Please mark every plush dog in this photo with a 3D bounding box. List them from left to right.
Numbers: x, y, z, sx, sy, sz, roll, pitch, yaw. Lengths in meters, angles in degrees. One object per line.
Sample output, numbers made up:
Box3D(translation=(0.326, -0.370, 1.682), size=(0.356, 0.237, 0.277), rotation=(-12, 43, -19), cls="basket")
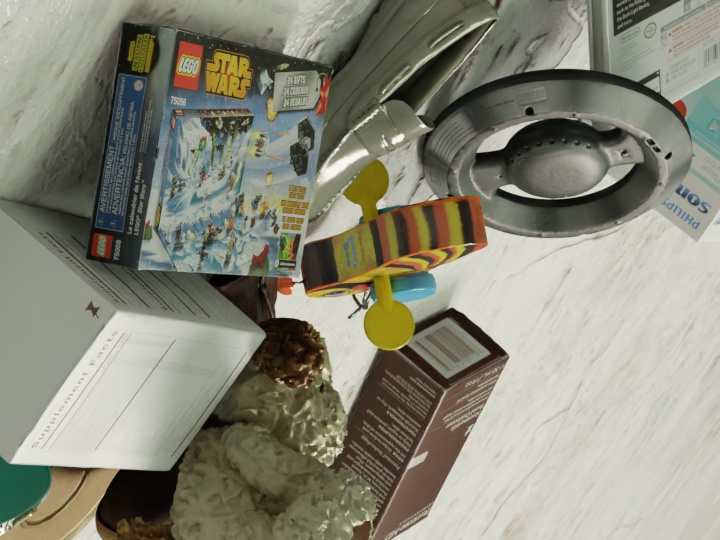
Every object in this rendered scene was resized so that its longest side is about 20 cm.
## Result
Box3D(translation=(-0.063, 0.116, 1.535), size=(0.200, 0.160, 0.172), rotation=(99, 2, -73), cls="plush dog")

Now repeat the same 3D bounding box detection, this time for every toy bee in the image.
Box3D(translation=(0.000, 0.000, 1.675), size=(0.109, 0.131, 0.200), rotation=(-5, 147, -29), cls="toy bee")

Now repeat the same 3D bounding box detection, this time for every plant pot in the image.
Box3D(translation=(-0.211, 0.140, 1.589), size=(0.200, 0.027, 0.200), rotation=(-43, 158, -22), cls="plant pot")

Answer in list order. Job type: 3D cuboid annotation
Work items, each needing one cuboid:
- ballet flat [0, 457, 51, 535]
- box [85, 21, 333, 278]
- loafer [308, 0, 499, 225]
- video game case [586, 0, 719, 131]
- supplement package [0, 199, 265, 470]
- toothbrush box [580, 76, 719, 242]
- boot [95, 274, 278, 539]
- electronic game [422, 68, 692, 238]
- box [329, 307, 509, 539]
Box3D(translation=(-0.277, 0.148, 1.438), size=(0.064, 0.076, 0.200), rotation=(-28, 173, 41), cls="ballet flat")
Box3D(translation=(-0.086, -0.067, 1.409), size=(0.200, 0.040, 0.137), rotation=(5, 96, -65), cls="box")
Box3D(translation=(0.015, -0.108, 1.573), size=(0.200, 0.070, 0.070), rotation=(-55, 158, 12), cls="loafer")
Box3D(translation=(0.235, -0.217, 1.803), size=(0.200, 0.023, 0.182), rotation=(-30, 125, -42), cls="video game case")
Box3D(translation=(-0.164, 0.041, 1.405), size=(0.114, 0.110, 0.200), rotation=(-54, 159, 8), cls="supplement package")
Box3D(translation=(0.290, -0.144, 1.966), size=(0.200, 0.146, 0.085), rotation=(-56, 159, 18), cls="toothbrush box")
Box3D(translation=(-0.113, 0.079, 1.601), size=(0.200, 0.072, 0.167), rotation=(-43, 146, -52), cls="boot")
Box3D(translation=(0.145, -0.084, 1.762), size=(0.200, 0.200, 0.042), rotation=(91, -1, -58), cls="electronic game")
Box3D(translation=(0.040, 0.138, 2.026), size=(0.100, 0.075, 0.200), rotation=(-26, 150, -48), cls="box")
